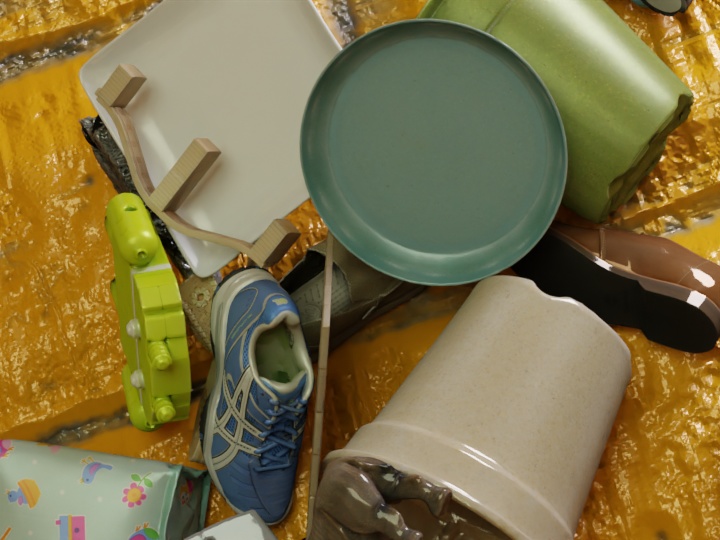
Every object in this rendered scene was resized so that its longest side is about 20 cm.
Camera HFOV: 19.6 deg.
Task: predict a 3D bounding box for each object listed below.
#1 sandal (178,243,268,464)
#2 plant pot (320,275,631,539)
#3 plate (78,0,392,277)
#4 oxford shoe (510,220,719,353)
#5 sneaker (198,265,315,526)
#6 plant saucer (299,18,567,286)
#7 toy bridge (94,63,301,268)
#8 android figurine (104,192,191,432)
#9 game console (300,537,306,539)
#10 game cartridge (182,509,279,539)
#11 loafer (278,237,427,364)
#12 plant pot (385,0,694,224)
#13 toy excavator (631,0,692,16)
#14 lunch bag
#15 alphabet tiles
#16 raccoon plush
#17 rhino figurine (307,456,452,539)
[{"bbox_3d":[-0.121,0.041,1.623,0.069,0.078,0.214,14,85,-11],"label":"sandal"},{"bbox_3d":[0.101,0.114,1.503,0.199,0.201,0.184,23,69,21],"label":"plant pot"},{"bbox_3d":[-0.095,-0.129,1.602,0.199,0.032,0.201,-36,78,18],"label":"plate"},{"bbox_3d":[0.193,-0.003,1.581,0.199,0.072,0.071,24,52,22],"label":"oxford shoe"},{"bbox_3d":[-0.075,0.102,1.563,0.075,0.202,0.077,-12,20,-25],"label":"sneaker"},{"bbox_3d":[0.054,-0.087,1.519,0.198,0.027,0.202,5,111,13],"label":"plant saucer"},{"bbox_3d":[-0.136,-0.071,1.588,0.200,0.027,0.067,44,107,15],"label":"toy bridge"},{"bbox_3d":[-0.165,0.037,1.599,0.041,0.184,0.201,-8,34,-12],"label":"android figurine"},{"bbox_3d":[-0.032,0.322,1.494,0.199,0.117,0.175,36,45,24],"label":"game console"},{"bbox_3d":[-0.122,0.271,1.485,0.199,0.040,0.134,-38,85,-11],"label":"game cartridge"},{"bbox_3d":[0.000,0.000,1.622,0.200,0.067,0.076,-44,69,1],"label":"loafer"},{"bbox_3d":[0.144,-0.138,1.577,0.189,0.200,0.201,38,85,12],"label":"plant pot"},{"bbox_3d":[0.168,-0.284,1.650,0.199,0.194,0.100,-5,48,58],"label":"toy excavator"},{"bbox_3d":[-0.215,0.237,1.579,0.169,0.122,0.202,8,84,11],"label":"lunch bag"},{"bbox_3d":[-0.030,0.094,1.527,0.007,0.168,0.202,4,114,-2],"label":"alphabet tiles"},{"bbox_3d":[-0.134,-0.094,1.704,0.133,0.097,0.201,-34,96,-12],"label":"raccoon plush"},{"bbox_3d":[-0.007,0.210,1.416,0.087,0.060,0.201,29,124,18],"label":"rhino figurine"}]
